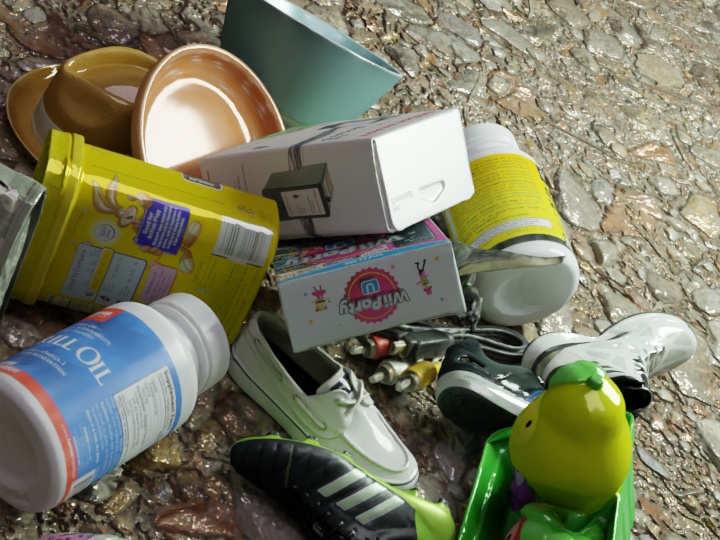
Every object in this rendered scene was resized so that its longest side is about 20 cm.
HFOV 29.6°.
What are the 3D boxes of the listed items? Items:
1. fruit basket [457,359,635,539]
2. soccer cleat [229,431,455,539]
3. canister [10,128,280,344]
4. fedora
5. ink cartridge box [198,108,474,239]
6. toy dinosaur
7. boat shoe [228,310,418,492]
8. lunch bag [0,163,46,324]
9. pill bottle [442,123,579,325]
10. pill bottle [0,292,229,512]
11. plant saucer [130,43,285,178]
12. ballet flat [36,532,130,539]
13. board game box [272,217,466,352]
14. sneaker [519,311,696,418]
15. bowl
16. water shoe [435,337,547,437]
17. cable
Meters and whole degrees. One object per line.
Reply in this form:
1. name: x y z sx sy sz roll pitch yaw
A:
1. fruit basket: 0.152 0.168 1.087 0.216 0.154 0.217 41 43 -54
2. soccer cleat: -0.016 0.193 1.091 0.199 0.068 0.081 24 53 -8
3. canister: -0.183 -0.021 1.141 0.199 0.149 0.087 16 33 -20
4. fedora: -0.232 -0.156 1.296 0.199 0.082 0.202 16 42 -15
5. ink cartridge box: -0.020 -0.085 1.223 0.145 0.199 0.085 -27 109 -51
6. toy dinosaur: 0.089 0.006 1.290 0.199 0.048 0.089 9 62 35
7. boat shoe: -0.026 0.111 1.162 0.200 0.066 0.072 42 42 14
8. lunch bag: -0.335 -0.024 1.011 0.163 0.201 0.118 27 40 -4
9. pill bottle: 0.144 -0.052 1.394 0.112 0.113 0.201 8 46 -24
10. pill bottle: -0.196 0.091 1.046 0.112 0.113 0.200 43 41 14
11. plant saucer: -0.143 -0.108 1.271 0.199 0.037 0.202 14 71 -49
12. ballet flat: -0.145 0.237 0.960 0.199 0.071 0.069 37 41 8
13. board game box: 0.000 0.000 1.180 0.146 0.065 0.200 -13 15 -3
14. sneaker: 0.263 0.103 1.311 0.199 0.076 0.115 -8 29 -25
15. bowl: -0.068 -0.207 1.400 0.200 0.105 0.201 30 12 -7
16. water shoe: 0.161 0.126 1.236 0.199 0.071 0.079 30 45 -18
17. cable: 0.073 0.075 1.296 0.199 0.051 0.097 0 30 -47
